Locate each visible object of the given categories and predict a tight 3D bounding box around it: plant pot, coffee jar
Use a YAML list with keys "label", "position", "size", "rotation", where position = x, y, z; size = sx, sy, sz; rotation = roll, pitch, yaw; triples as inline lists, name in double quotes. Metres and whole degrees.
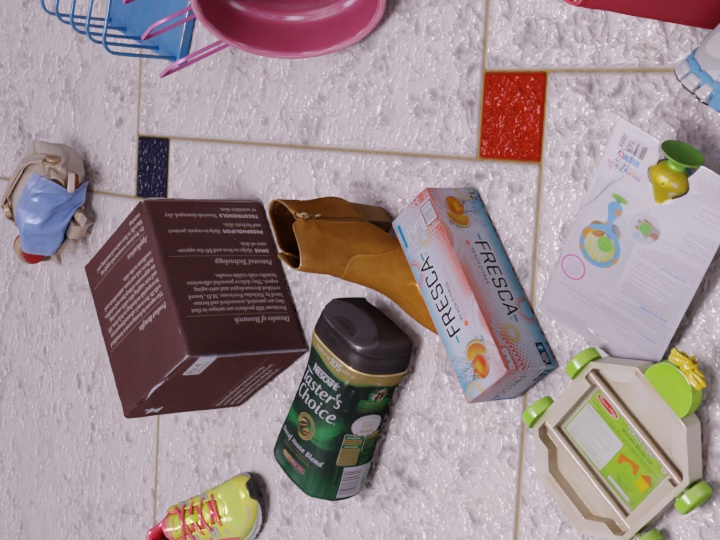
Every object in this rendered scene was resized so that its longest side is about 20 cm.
- label: "plant pot"
  position: [-0.075, -0.346, 1.346]
  size: [0.200, 0.199, 0.180]
  rotation: [-33, 50, 46]
- label: "coffee jar"
  position: [-0.018, 0.132, 1.361]
  size: [0.104, 0.085, 0.201]
  rotation: [41, 121, 42]

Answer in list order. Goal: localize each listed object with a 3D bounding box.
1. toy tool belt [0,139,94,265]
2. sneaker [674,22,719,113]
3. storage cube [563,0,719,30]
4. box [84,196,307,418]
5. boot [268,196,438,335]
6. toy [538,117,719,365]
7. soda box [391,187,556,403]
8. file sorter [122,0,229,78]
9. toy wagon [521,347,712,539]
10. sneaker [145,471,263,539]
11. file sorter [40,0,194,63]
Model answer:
- label: "toy tool belt"
  position: [-0.442, -0.074, 1.852]
  size: [0.123, 0.124, 0.201]
  rotation: [52, 130, 47]
- label: "sneaker"
  position: [0.316, -0.127, 0.953]
  size: [0.200, 0.075, 0.087]
  rotation: [52, 123, 36]
- label: "storage cube"
  position: [0.208, -0.305, 0.992]
  size: [0.171, 0.179, 0.201]
  rotation: [47, 125, 39]
- label: "box"
  position: [-0.193, 0.041, 1.511]
  size: [0.166, 0.164, 0.201]
  rotation: [-40, 62, 43]
- label: "boot"
  position: [0.000, -0.001, 1.287]
  size: [0.201, 0.144, 0.071]
  rotation: [51, 129, 36]
- label: "toy"
  position: [0.231, -0.020, 1.066]
  size: [0.115, 0.047, 0.201]
  rotation: [35, 134, 22]
- label: "soda box"
  position: [0.103, 0.020, 1.220]
  size: [0.064, 0.068, 0.201]
  rotation: [-45, 57, 42]
- label: "file sorter"
  position: [-0.206, -0.331, 1.461]
  size: [0.201, 0.125, 0.139]
  rotation: [65, 165, -8]
- label: "toy wagon"
  position: [0.224, 0.137, 1.084]
  size: [0.155, 0.039, 0.200]
  rotation: [52, 130, 23]
- label: "sneaker"
  position: [-0.190, 0.304, 1.575]
  size: [0.200, 0.090, 0.078]
  rotation: [-42, 58, 42]
- label: "file sorter"
  position: [-0.310, -0.362, 1.676]
  size: [0.200, 0.122, 0.139]
  rotation: [34, 117, 45]
